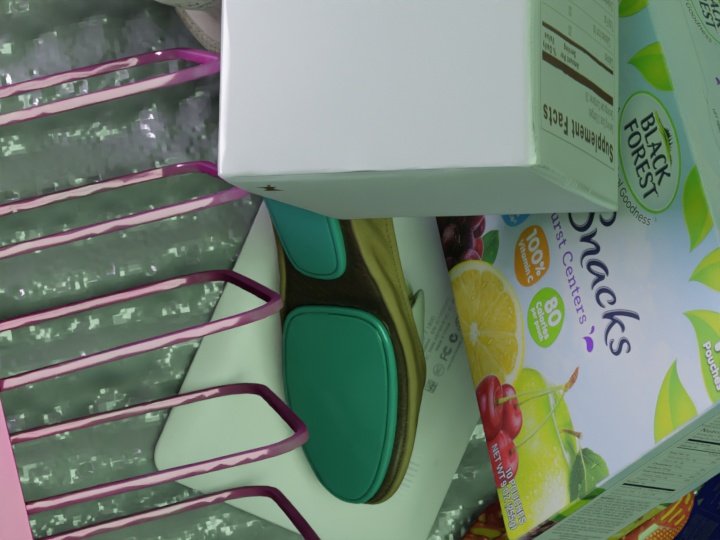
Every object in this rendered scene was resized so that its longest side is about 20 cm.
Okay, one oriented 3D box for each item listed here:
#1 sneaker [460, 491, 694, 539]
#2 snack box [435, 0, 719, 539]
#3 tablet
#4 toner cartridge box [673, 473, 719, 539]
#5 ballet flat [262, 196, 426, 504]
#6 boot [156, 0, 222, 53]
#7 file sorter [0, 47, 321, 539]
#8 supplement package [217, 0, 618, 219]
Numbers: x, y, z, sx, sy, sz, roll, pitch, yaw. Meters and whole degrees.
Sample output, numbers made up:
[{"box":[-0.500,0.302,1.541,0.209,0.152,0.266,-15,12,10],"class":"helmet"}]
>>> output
[{"box":[0.067,0.156,1.061,0.200,0.073,0.077,-41,128,-5],"class":"sneaker"},{"box":[0.096,-0.013,0.939,0.053,0.142,0.201,12,53,-37],"class":"snack box"},{"box":[0.006,0.017,1.045,0.129,0.014,0.201,24,88,-18],"class":"tablet"},{"box":[0.179,0.121,1.068,0.043,0.095,0.201,38,85,-18],"class":"toner cartridge box"},{"box":[0.000,0.000,0.994,0.063,0.068,0.201,-37,128,-43],"class":"ballet flat"},{"box":[-0.075,-0.183,0.934,0.072,0.155,0.202,-16,78,10],"class":"boot"},{"box":[-0.097,0.022,0.942,0.124,0.139,0.202,-14,100,-11],"class":"file sorter"},{"box":[0.025,-0.124,0.871,0.116,0.117,0.202,-1,84,20],"class":"supplement package"}]
